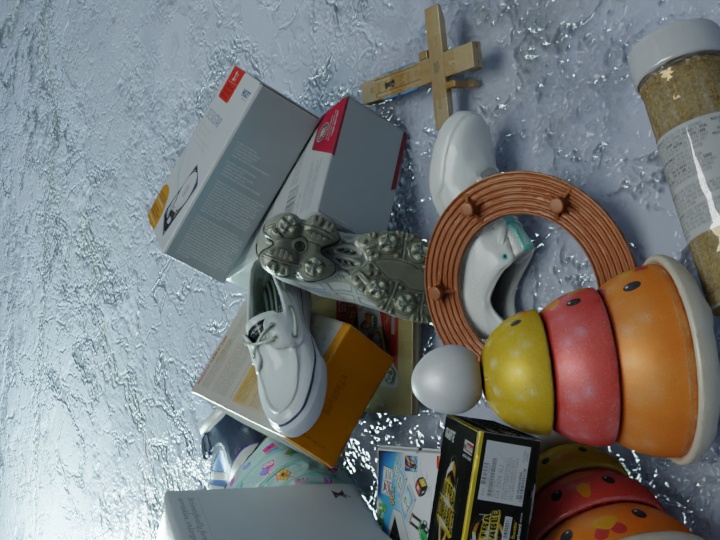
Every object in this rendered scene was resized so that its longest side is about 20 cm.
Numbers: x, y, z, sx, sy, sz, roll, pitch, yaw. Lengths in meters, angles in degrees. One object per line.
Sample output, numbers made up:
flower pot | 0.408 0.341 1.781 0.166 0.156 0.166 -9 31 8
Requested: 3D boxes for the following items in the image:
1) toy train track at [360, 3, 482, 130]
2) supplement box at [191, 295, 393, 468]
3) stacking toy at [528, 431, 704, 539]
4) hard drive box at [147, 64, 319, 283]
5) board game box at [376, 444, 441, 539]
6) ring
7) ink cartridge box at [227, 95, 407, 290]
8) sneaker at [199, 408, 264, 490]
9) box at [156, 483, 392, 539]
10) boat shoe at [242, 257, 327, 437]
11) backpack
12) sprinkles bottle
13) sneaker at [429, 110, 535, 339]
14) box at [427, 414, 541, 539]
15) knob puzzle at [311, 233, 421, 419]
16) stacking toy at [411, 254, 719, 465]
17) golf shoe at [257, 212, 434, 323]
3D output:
toy train track | 0.064 -0.191 0.981 0.200 0.032 0.115 -3 93 60
supplement box | -0.074 0.108 1.024 0.200 0.073 0.126 13 69 54
stacking toy | 0.162 0.182 0.746 0.147 0.145 0.200 -64 28 29
hard drive box | -0.142 -0.108 1.075 0.201 0.077 0.156 -59 24 5
board game box | 0.062 0.262 0.904 0.126 0.034 0.201 -9 78 55
ring | 0.134 0.019 0.821 0.200 0.019 0.201 10 107 37
ink cartridge box | -0.050 -0.066 1.046 0.200 0.083 0.146 -31 40 50
sneaker | -0.159 0.251 1.231 0.147 0.080 0.201 55 134 51
box | -0.069 0.301 0.884 0.199 0.199 0.131 -130 50 -56
boat shoe | -0.083 0.068 0.944 0.073 0.067 0.200 -38 36 18
backpack | -0.083 0.274 1.059 0.201 0.166 0.127 -60 36 10
sprinkles bottle | 0.244 -0.072 0.688 0.068 0.068 0.201 -33 62 48
sneaker | 0.114 -0.039 0.873 0.088 0.075 0.201 8 104 49
box | 0.084 0.195 0.751 0.200 0.049 0.161 105 172 -86
knob puzzle | 0.003 0.055 1.047 0.219 0.030 0.221 -3 87 54
stacking toy | 0.135 0.070 0.695 0.146 0.199 0.147 174 90 -89
golf shoe | 0.000 0.000 0.944 0.097 0.199 0.079 129 160 -76
